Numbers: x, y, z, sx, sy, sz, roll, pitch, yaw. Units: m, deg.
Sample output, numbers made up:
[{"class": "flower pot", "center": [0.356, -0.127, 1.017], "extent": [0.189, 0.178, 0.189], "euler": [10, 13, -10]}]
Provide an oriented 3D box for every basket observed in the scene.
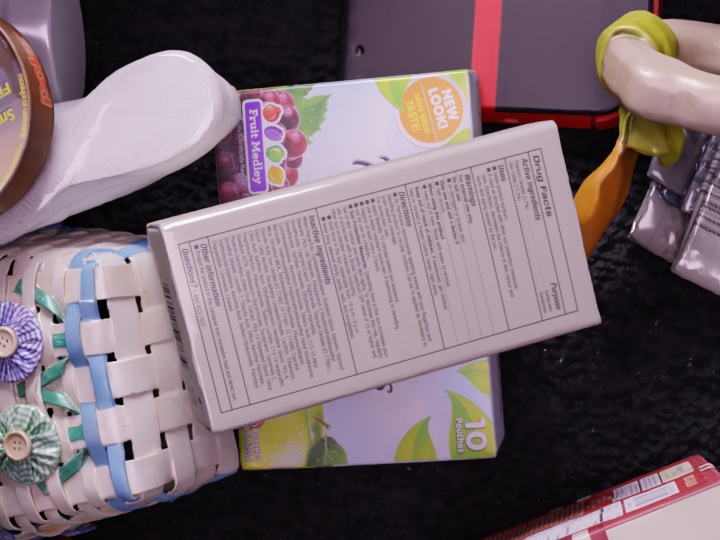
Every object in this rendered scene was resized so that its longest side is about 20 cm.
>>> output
[{"class": "basket", "center": [-0.170, 0.054, 0.946], "extent": [0.199, 0.138, 0.178], "euler": [-10, 91, 40]}]

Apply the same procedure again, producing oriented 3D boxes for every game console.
[{"class": "game console", "center": [0.079, -0.181, 0.974], "extent": [0.175, 0.031, 0.202], "euler": [4, 90, 10]}]

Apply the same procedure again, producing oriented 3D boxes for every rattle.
[{"class": "rattle", "center": [0.212, -0.053, 0.907], "extent": [0.198, 0.130, 0.145], "euler": [6, 97, -12]}]

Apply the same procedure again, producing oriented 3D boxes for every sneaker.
[{"class": "sneaker", "center": [-0.153, -0.055, 0.918], "extent": [0.198, 0.088, 0.076], "euler": [-13, 86, 11]}]

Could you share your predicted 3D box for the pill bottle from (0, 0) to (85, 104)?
[{"class": "pill bottle", "center": [-0.253, -0.117, 0.955], "extent": [0.198, 0.111, 0.112], "euler": [-2, 90, 4]}]

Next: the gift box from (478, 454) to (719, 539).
[{"class": "gift box", "center": [0.150, 0.207, 0.891], "extent": [0.198, 0.184, 0.188], "euler": [-21, 87, 10]}]

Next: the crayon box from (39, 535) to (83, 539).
[{"class": "crayon box", "center": [-0.095, 0.201, 0.938], "extent": [0.198, 0.127, 0.051], "euler": [20, 92, 3]}]

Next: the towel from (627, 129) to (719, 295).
[{"class": "towel", "center": [0.264, -0.060, 0.954], "extent": [0.198, 0.035, 0.194], "euler": [25, 92, 4]}]

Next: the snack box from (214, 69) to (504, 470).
[{"class": "snack box", "center": [0.000, 0.000, 0.955], "extent": [0.141, 0.053, 0.202], "euler": [-4, 94, 9]}]

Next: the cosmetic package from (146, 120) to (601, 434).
[{"class": "cosmetic package", "center": [0.005, 0.001, 0.869], "extent": [0.198, 0.073, 0.105], "euler": [-14, 95, -12]}]

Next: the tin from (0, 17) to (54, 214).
[{"class": "tin", "center": [-0.240, -0.054, 0.877], "extent": [0.199, 0.042, 0.113], "euler": [-27, 79, 15]}]
